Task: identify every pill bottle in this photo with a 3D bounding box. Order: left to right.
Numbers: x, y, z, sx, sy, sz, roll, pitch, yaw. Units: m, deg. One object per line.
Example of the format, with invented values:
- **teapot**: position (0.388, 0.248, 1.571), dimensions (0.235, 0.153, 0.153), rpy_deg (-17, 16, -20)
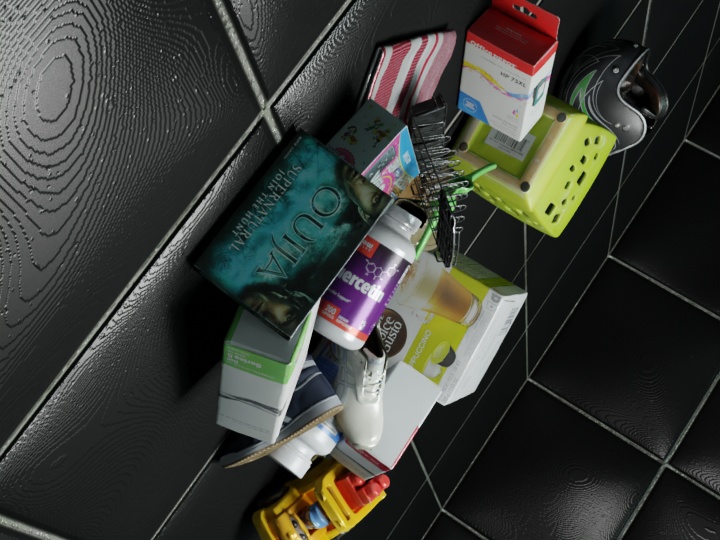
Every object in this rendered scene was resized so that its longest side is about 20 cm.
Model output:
- **pill bottle**: position (-0.065, 0.205, 1.679), dimensions (0.200, 0.112, 0.112), rpy_deg (-54, 161, -11)
- **pill bottle**: position (0.000, 0.000, 1.528), dimensions (0.201, 0.112, 0.112), rpy_deg (-59, 161, 1)

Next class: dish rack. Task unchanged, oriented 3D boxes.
- **dish rack**: position (0.106, -0.111, 1.469), dimensions (0.054, 0.201, 0.154), rpy_deg (-14, 151, -5)

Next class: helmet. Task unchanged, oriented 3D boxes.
- **helmet**: position (0.466, -0.329, 2.085), dimensions (0.199, 0.191, 0.200), rpy_deg (-30, -171, 5)

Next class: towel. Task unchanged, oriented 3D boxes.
- **towel**: position (0.055, -0.235, 1.448), dimensions (0.200, 0.023, 0.145), rpy_deg (-29, 145, -55)

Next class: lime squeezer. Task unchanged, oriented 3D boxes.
- **lime squeezer**: position (0.138, -0.103, 1.618), dimensions (0.200, 0.038, 0.071), rpy_deg (-49, 139, -19)

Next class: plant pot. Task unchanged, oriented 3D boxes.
- **plant pot**: position (0.262, -0.193, 1.782), dimensions (0.200, 0.200, 0.181), rpy_deg (-60, 155, 6)

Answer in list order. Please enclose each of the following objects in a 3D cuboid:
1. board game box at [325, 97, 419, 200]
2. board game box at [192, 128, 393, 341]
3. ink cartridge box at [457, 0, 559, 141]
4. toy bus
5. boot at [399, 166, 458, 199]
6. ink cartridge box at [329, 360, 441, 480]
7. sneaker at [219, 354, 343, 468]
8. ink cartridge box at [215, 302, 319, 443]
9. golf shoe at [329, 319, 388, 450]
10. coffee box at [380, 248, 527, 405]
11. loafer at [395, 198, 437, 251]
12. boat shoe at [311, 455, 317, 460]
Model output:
- **board game box**: position (-0.021, -0.093, 1.374), dimensions (0.200, 0.064, 0.148), rpy_deg (-49, 161, -7)
- **board game box**: position (-0.073, -0.041, 1.246), dimensions (0.200, 0.135, 0.028), rpy_deg (-54, -179, -14)
- **ink cartridge box**: position (0.210, -0.294, 1.603), dimensions (0.067, 0.116, 0.200), rpy_deg (-48, 158, -27)
- **toy bus**: position (-0.049, 0.384, 1.843), dimensions (0.192, 0.136, 0.200), rpy_deg (-29, -177, 43)
- **boot**: position (0.092, -0.130, 1.624), dimensions (0.200, 0.075, 0.074), rpy_deg (-14, 135, -62)
- **ink cartridge box**: position (0.033, 0.234, 1.728), dimensions (0.146, 0.083, 0.200), rpy_deg (-56, -178, -19)
- **sneaker**: position (-0.130, 0.195, 1.589), dimensions (0.199, 0.109, 0.070), rpy_deg (-31, 169, 14)
- **ink cartridge box**: position (-0.109, 0.093, 1.343), dimensions (0.200, 0.084, 0.146), rpy_deg (106, 3, -54)
- **golf shoe**: position (0.003, 0.152, 1.584), dimensions (0.078, 0.201, 0.097), rpy_deg (-2, 165, -26)
- **coffee box**: position (0.126, 0.076, 1.828), dimensions (0.200, 0.197, 0.200), rpy_deg (-62, 163, 11)
- **loafer**: position (0.080, -0.070, 1.680), dimensions (0.200, 0.076, 0.068), rpy_deg (-28, 151, -57)
- **boat shoe**: position (-0.051, 0.218, 1.817), dimensions (0.200, 0.073, 0.065), rpy_deg (-56, 172, 1)
